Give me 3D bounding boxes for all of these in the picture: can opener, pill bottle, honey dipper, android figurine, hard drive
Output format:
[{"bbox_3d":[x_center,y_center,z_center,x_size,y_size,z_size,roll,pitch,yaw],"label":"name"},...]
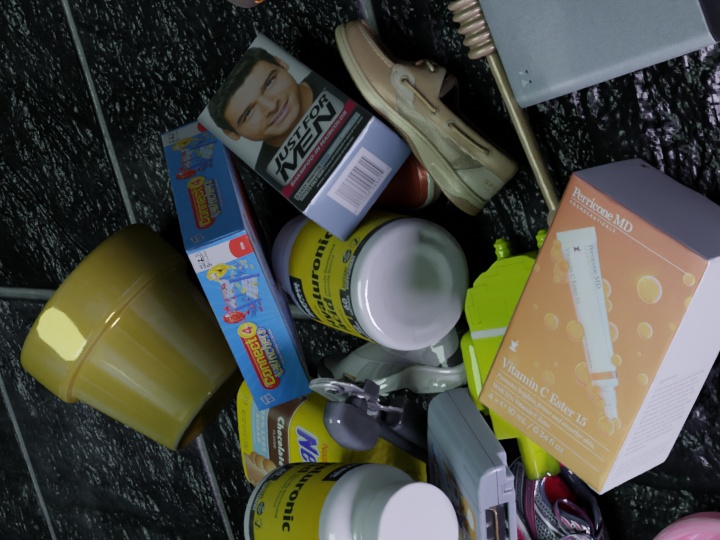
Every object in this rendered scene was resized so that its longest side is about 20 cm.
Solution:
[{"bbox_3d":[0.025,0.141,1.386,0.052,0.200,0.067,-2,68,40],"label":"can opener"},{"bbox_3d":[-0.007,0.224,1.363,0.199,0.111,0.112,-9,104,55],"label":"pill bottle"},{"bbox_3d":[0.125,-0.122,1.225,0.038,0.038,0.201,-15,103,54],"label":"honey dipper"},{"bbox_3d":[0.151,0.068,1.276,0.181,0.041,0.202,-15,89,46],"label":"android figurine"},{"bbox_3d":[0.000,0.000,1.375,0.200,0.111,0.112,15,123,61],"label":"pill bottle"},{"bbox_3d":[0.165,-0.206,1.122,0.199,0.033,0.140,-13,100,54],"label":"hard drive"}]

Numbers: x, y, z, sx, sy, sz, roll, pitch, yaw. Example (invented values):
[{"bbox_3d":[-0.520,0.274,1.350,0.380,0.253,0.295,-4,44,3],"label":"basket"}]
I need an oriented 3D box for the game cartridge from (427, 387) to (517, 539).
[{"bbox_3d":[0.096,0.208,1.348,0.133,0.041,0.201,-129,27,-53],"label":"game cartridge"}]

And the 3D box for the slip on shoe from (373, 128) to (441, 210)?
[{"bbox_3d":[-0.004,-0.088,1.383,0.199,0.061,0.075,14,119,46],"label":"slip on shoe"}]

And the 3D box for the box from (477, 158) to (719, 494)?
[{"bbox_3d":[0.189,0.038,1.141,0.124,0.097,0.201,36,121,30],"label":"box"}]

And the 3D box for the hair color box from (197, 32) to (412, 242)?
[{"bbox_3d":[-0.051,-0.118,1.350,0.099,0.061,0.200,-53,42,4],"label":"hair color box"}]

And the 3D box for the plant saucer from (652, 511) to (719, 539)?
[{"bbox_3d":[0.308,0.274,1.214,0.200,0.051,0.202,30,133,39],"label":"plant saucer"}]

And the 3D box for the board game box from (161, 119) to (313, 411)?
[{"bbox_3d":[-0.114,-0.009,1.448,0.200,0.056,0.197,-110,-1,-53],"label":"board game box"}]

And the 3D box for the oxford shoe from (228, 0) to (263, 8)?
[{"bbox_3d":[-0.089,-0.275,1.386,0.199,0.071,0.073,12,140,53],"label":"oxford shoe"}]

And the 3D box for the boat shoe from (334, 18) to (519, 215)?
[{"bbox_3d":[0.055,-0.138,1.284,0.064,0.071,0.200,-42,73,17],"label":"boat shoe"}]

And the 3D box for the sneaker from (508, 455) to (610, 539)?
[{"bbox_3d":[0.185,0.244,1.326,0.201,0.080,0.075,56,141,13],"label":"sneaker"}]

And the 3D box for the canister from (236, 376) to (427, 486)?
[{"bbox_3d":[-0.032,0.188,1.563,0.199,0.086,0.150,24,128,44],"label":"canister"}]

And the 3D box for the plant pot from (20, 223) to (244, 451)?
[{"bbox_3d":[-0.225,0.084,1.669,0.189,0.201,0.201,39,140,7],"label":"plant pot"}]

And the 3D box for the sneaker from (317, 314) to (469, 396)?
[{"bbox_3d":[0.035,0.074,1.431,0.199,0.074,0.080,-10,93,47],"label":"sneaker"}]
